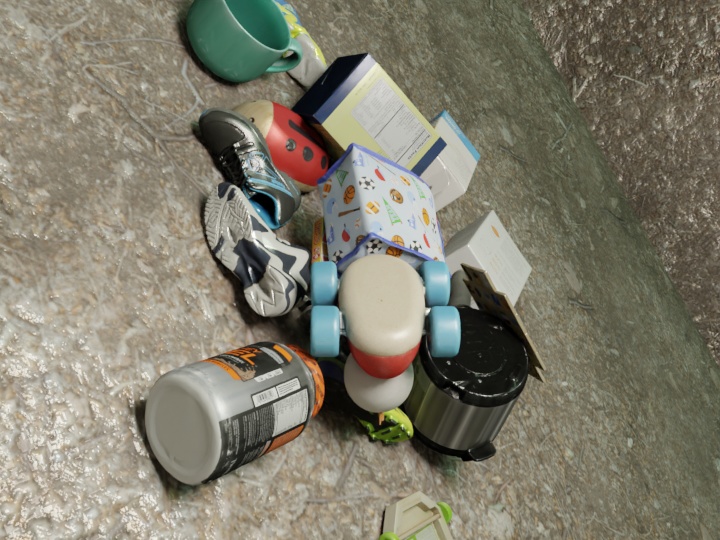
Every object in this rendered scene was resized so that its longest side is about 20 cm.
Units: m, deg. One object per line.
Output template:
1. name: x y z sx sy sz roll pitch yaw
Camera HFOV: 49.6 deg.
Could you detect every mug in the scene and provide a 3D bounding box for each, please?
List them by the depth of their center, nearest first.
1. mug: -0.191 -0.367 1.244 0.185 0.113 0.153 48 33 -18

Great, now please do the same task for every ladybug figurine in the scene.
1. ladybug figurine: -0.119 -0.204 1.248 0.198 0.071 0.138 29 42 -39

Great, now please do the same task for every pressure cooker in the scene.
1. pressure cooker: 0.149 0.179 1.193 0.175 0.203 0.177 21 44 5

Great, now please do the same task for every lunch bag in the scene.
1. lunch bag: 0.043 -0.060 1.138 0.197 0.123 0.174 16 52 -37

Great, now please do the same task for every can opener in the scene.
1. can opener: -0.011 0.105 1.159 0.200 0.053 0.068 43 36 -26

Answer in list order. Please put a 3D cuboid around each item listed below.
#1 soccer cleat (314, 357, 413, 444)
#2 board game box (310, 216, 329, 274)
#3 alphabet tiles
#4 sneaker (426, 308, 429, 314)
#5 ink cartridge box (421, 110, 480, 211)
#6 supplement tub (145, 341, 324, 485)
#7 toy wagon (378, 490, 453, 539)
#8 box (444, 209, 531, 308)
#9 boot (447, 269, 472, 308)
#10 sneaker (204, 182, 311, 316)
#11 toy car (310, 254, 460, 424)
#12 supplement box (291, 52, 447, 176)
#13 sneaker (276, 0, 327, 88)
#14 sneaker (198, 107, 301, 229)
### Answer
1. soccer cleat: 0.007 0.180 1.111 0.199 0.064 0.085 37 35 -30
2. board game box: 0.003 0.011 1.164 0.199 0.030 0.097 38 38 -36
3. alphabet tiles: 0.221 0.080 1.212 0.203 0.006 0.166 60 -7 -13
4. sneaker: 0.083 0.066 1.262 0.081 0.070 0.200 49 -4 3
5. ink cartridge box: 0.140 -0.204 1.556 0.126 0.127 0.201 49 32 -13
6. supplement tub: -0.134 0.152 0.882 0.198 0.121 0.125 -13 73 -58
7. toy wagon: 0.096 0.411 1.066 0.154 0.039 0.204 -3 67 -55
8. box: 0.240 -0.001 1.547 0.154 0.105 0.200 54 32 -5
9. boot: 0.172 0.070 1.355 0.071 0.184 0.202 22 43 4
10. sneaker: -0.133 -0.027 1.085 0.201 0.079 0.129 53 16 17
11. toy car: 0.024 0.104 1.023 0.179 0.204 0.179 0 36 -4
12. supplement box: 0.008 -0.240 1.315 0.200 0.135 0.200 45 -2 -21
13. sneaker: -0.118 -0.430 1.436 0.201 0.075 0.105 51 32 -11
14. sneaker: -0.164 -0.150 1.139 0.200 0.073 0.083 47 34 -17
